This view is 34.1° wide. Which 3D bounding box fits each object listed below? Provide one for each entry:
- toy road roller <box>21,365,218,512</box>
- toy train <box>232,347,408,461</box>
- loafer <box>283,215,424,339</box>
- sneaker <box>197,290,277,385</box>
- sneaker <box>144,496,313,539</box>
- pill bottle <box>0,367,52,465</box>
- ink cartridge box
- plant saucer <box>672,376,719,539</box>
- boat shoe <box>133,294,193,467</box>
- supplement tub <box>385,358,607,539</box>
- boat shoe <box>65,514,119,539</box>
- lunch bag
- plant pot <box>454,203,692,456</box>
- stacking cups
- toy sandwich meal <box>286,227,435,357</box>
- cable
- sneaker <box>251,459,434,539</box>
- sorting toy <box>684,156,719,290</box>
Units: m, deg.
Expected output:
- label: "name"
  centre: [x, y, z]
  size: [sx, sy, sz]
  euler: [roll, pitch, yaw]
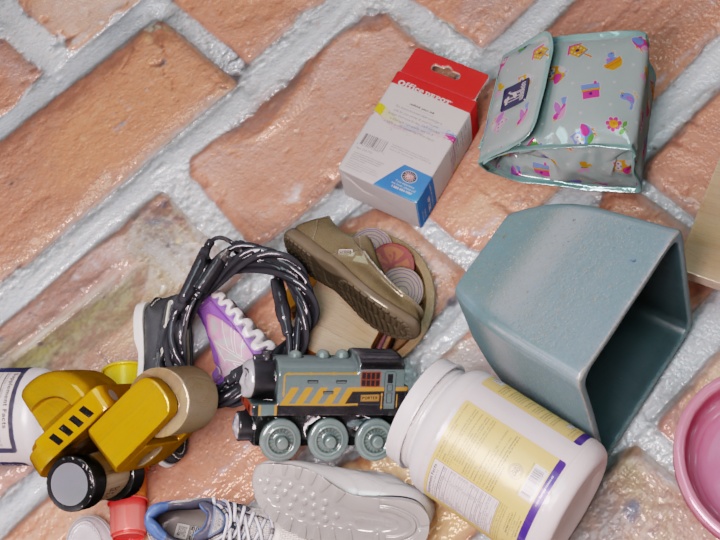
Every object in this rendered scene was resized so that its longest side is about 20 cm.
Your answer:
- label: "toy road roller"
  centre: [-0.263, 0.147, 1.233]
  size: [0.200, 0.123, 0.147]
  euler: [-41, 77, 10]
- label: "toy train"
  centre: [-0.039, 0.140, 1.262]
  size: [0.197, 0.085, 0.116]
  euler: [2, 97, -15]
- label: "loafer"
  centre: [0.000, 0.000, 1.316]
  size: [0.199, 0.076, 0.067]
  euler: [38, 70, 21]
- label: "sneaker"
  centre: [-0.145, 0.101, 1.365]
  size: [0.088, 0.081, 0.200]
  euler: [-44, 65, -5]
- label: "sneaker"
  centre: [-0.143, 0.283, 1.262]
  size: [0.197, 0.085, 0.078]
  euler: [0, 63, 10]
- label: "pill bottle"
  centre: [-0.406, 0.168, 1.354]
  size: [0.197, 0.111, 0.113]
  euler: [-1, 62, 10]
- label: "ink cartridge box"
  centre: [0.071, -0.168, 1.466]
  size: [0.115, 0.067, 0.201]
  euler: [25, 70, 20]
- label: "plant saucer"
  centre: [0.425, 0.202, 1.221]
  size: [0.197, 0.051, 0.203]
  euler: [-4, 62, 7]
- label: "boat shoe"
  centre: [-0.219, 0.123, 1.354]
  size: [0.060, 0.076, 0.203]
  euler: [-17, 71, 16]
- label: "supplement tub"
  centre: [0.140, 0.195, 1.221]
  size: [0.199, 0.146, 0.146]
  euler: [31, 72, 23]
- label: "boat shoe"
  centre: [-0.295, 0.355, 1.260]
  size: [0.071, 0.069, 0.203]
  euler: [-7, 60, 6]
- label: "lunch bag"
  centre: [0.247, -0.193, 1.420]
  size: [0.197, 0.122, 0.173]
  euler: [5, 66, 22]
- label: "plant pot"
  centre: [0.219, 0.045, 1.268]
  size: [0.199, 0.197, 0.197]
  euler: [27, 70, 33]
- label: "stacking cups"
  centre: [-0.265, 0.208, 1.343]
  size: [0.060, 0.061, 0.203]
  euler: [-10, 65, 5]
- label: "toy sandwich meal"
  centre: [-0.008, 0.033, 1.375]
  size: [0.202, 0.070, 0.208]
  euler: [-4, 62, 8]
- label: "cable"
  centre: [-0.138, 0.068, 1.313]
  size: [0.161, 0.051, 0.202]
  euler: [23, 79, 7]
- label: "sneaker"
  centre: [-0.019, 0.242, 1.255]
  size: [0.197, 0.081, 0.077]
  euler: [16, 110, 4]
- label: "sorting toy"
  centre: [0.481, -0.037, 1.323]
  size: [0.198, 0.070, 0.201]
  euler: [21, 68, 19]
